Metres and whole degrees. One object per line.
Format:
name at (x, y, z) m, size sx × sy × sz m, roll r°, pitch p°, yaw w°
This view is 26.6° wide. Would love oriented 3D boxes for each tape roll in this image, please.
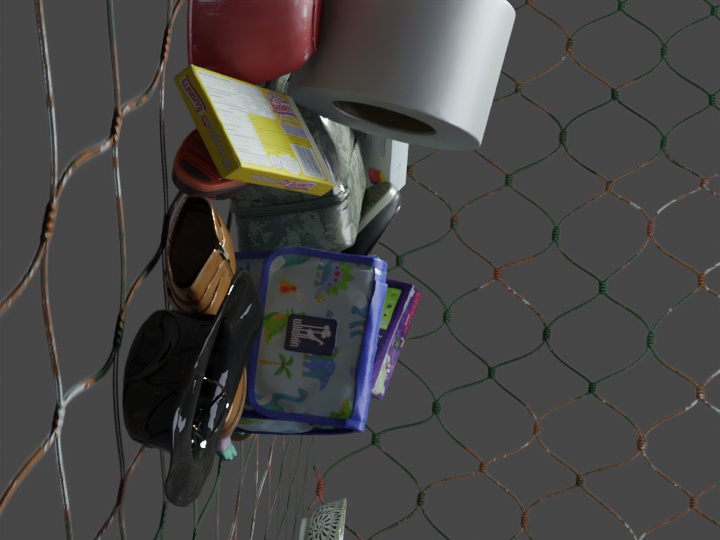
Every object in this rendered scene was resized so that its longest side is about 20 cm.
tape roll at (0.040, -0.214, 1.507) m, size 0.203 × 0.202 × 0.140 m, roll 62°, pitch 43°, yaw -85°

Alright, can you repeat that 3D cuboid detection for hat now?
hat at (-0.149, 0.087, 1.245) m, size 0.201 × 0.081 × 0.201 m, roll 15°, pitch 90°, yaw -80°

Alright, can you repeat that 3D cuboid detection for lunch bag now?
lunch bag at (-0.070, 0.071, 1.474) m, size 0.127 × 0.200 × 0.171 m, roll 26°, pitch 68°, yaw -55°
lunch bag at (-0.075, -0.127, 1.638) m, size 0.200 × 0.139 × 0.168 m, roll -78°, pitch 161°, yaw -62°

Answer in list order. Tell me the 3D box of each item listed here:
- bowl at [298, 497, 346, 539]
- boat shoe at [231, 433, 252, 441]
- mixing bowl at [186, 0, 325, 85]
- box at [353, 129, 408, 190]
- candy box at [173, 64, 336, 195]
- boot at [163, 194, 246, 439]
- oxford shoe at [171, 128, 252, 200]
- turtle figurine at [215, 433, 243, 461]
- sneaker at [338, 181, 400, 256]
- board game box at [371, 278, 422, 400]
bowl at (-0.089, 0.604, 3.400) m, size 0.201 × 0.094 × 0.201 m, roll 6°, pitch 90°, yaw -87°
boat shoe at (-0.098, 0.109, 1.788) m, size 0.200 × 0.071 × 0.069 m, roll -52°, pitch 174°, yaw 11°
mixing bowl at (-0.089, -0.255, 1.400) m, size 0.200 × 0.108 × 0.201 m, roll 6°, pitch 90°, yaw -88°
box at (-0.036, -0.188, 1.742) m, size 0.041 × 0.200 × 0.156 m, roll -43°, pitch 150°, yaw -36°
candy box at (-0.090, -0.121, 1.362) m, size 0.102 × 0.026 × 0.200 m, roll 61°, pitch 19°, yaw 13°
boot at (-0.143, 0.041, 1.339) m, size 0.155 × 0.073 × 0.201 m, roll 95°, pitch -10°, yaw -72°
oxford shoe at (-0.128, -0.089, 1.395) m, size 0.073 × 0.071 × 0.200 m, roll -54°, pitch 174°, yaw 21°
turtle figurine at (-0.092, 0.116, 1.681) m, size 0.200 × 0.101 × 0.150 m, roll -45°, pitch 174°, yaw 21°
sneaker at (0.000, 0.000, 1.713) m, size 0.200 × 0.106 × 0.075 m, roll -51°, pitch -160°, yaw 8°
board game box at (-0.043, 0.055, 1.566) m, size 0.032 × 0.200 × 0.120 m, roll 47°, pitch 62°, yaw -51°
